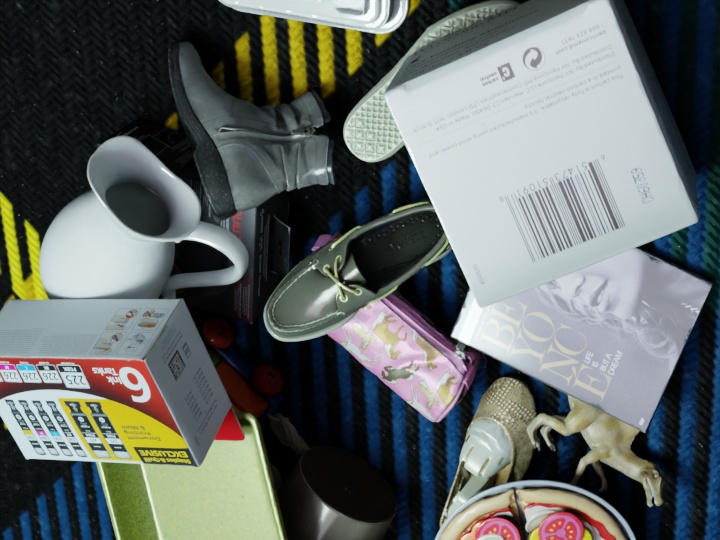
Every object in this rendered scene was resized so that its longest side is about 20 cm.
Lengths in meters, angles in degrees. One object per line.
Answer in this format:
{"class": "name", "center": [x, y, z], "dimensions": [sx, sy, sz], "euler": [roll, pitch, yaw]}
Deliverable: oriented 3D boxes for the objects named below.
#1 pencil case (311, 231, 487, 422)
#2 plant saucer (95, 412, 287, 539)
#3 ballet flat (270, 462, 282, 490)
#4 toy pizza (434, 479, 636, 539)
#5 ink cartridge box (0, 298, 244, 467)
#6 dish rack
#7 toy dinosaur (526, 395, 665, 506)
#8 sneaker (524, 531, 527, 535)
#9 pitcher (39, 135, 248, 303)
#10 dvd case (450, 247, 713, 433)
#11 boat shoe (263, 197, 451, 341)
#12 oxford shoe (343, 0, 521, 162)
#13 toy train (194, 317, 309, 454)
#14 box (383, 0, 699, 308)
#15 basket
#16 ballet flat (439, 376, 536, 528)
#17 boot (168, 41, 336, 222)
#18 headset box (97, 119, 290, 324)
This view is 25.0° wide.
{"class": "pencil case", "center": [0.023, 0.053, 1.535], "dimensions": [0.199, 0.083, 0.087], "euler": [39, 101, 5]}
{"class": "plant saucer", "center": [-0.151, 0.238, 1.585], "dimensions": [0.198, 0.048, 0.202], "euler": [-10, 97, 29]}
{"class": "ballet flat", "center": [-0.177, 0.197, 1.722], "dimensions": [0.198, 0.064, 0.068], "euler": [25, 123, 14]}
{"class": "toy pizza", "center": [0.164, 0.283, 1.529], "dimensions": [0.197, 0.032, 0.202], "euler": [2, 121, 3]}
{"class": "ink cartridge box", "center": [-0.227, 0.118, 1.482], "dimensions": [0.198, 0.084, 0.177], "euler": [-1, 130, 28]}
{"class": "dish rack", "center": [-0.053, -0.296, 1.423], "dimensions": [0.198, 0.044, 0.174], "euler": [13, 118, 20]}
{"class": "toy dinosaur", "center": [0.209, 0.136, 1.509], "dimensions": [0.100, 0.058, 0.201], "euler": [-31, 93, 18]}
{"class": "sneaker", "center": [0.176, 0.300, 1.598], "dimensions": [0.084, 0.077, 0.202], "euler": [7, 122, 5]}
{"class": "pitcher", "center": [-0.202, -0.013, 1.492], "dimensions": [0.171, 0.122, 0.200], "euler": [34, 143, -7]}
{"class": "dvd case", "center": [0.195, 0.035, 1.453], "dimensions": [0.198, 0.016, 0.150], "euler": [26, 108, 14]}
{"class": "boat shoe", "center": [-0.002, -0.003, 1.469], "dimensions": [0.200, 0.060, 0.073], "euler": [-30, 84, -2]}
{"class": "oxford shoe", "center": [0.068, -0.169, 1.419], "dimensions": [0.199, 0.058, 0.075], "euler": [-38, 93, 21]}
{"class": "toy train", "center": [-0.127, 0.152, 1.641], "dimensions": [0.200, 0.116, 0.085], "euler": [43, 126, 2]}
{"class": "box", "center": [0.151, -0.109, 1.326], "dimensions": [0.197, 0.131, 0.202], "euler": [-22, 104, 16]}
{"class": "basket", "center": [-0.057, 0.291, 1.655], "dimensions": [0.135, 0.180, 0.201], "euler": [36, 116, 14]}
{"class": "ballet flat", "center": [0.121, 0.197, 1.564], "dimensions": [0.070, 0.065, 0.202], "euler": [26, 123, 27]}
{"class": "boot", "center": [-0.098, -0.142, 1.502], "dimensions": [0.130, 0.070, 0.202], "euler": [-19, 64, -4]}
{"class": "headset box", "center": [-0.154, -0.046, 1.580], "dimensions": [0.198, 0.075, 0.150], "euler": [16, 120, 20]}
